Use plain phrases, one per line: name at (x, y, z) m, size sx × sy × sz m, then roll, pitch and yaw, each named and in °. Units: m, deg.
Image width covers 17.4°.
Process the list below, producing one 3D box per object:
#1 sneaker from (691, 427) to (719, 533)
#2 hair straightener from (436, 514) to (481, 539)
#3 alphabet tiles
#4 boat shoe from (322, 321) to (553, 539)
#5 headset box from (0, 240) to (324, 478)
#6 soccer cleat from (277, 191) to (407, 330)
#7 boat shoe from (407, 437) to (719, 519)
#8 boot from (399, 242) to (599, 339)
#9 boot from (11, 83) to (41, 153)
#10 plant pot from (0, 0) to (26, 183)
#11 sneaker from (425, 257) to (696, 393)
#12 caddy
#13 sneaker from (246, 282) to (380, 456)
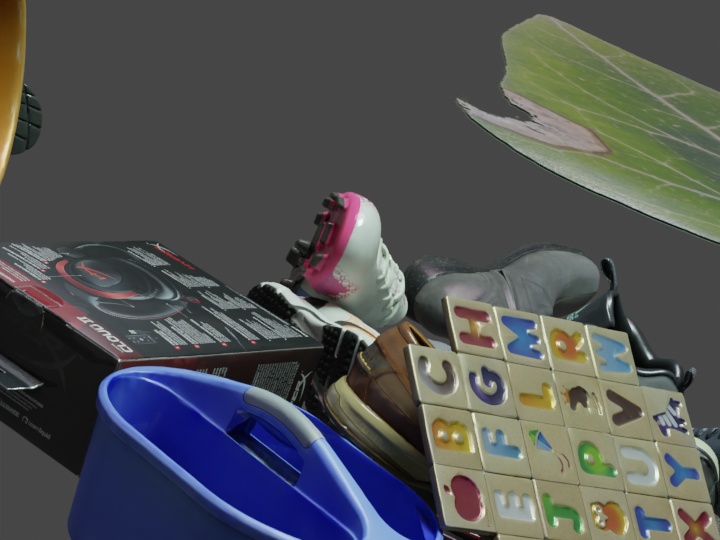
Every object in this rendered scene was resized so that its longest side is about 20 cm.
sneaker at (0.235, 0.091, 1.376) m, size 0.077 × 0.146 × 0.202 m, roll 8°, pitch 18°, yaw -33°
hair straightener at (0.055, 0.154, 1.269) m, size 0.200 × 0.041 × 0.077 m, roll 29°, pitch 17°, yaw 8°
alphabet tiles at (0.109, 0.097, 1.217) m, size 0.200 × 0.006 × 0.167 m, roll 12°, pitch 56°, yaw -37°
boat shoe at (0.077, 0.103, 1.235) m, size 0.200 × 0.068 × 0.072 m, roll 36°, pitch 9°, yaw -6°
headset box at (-0.143, 0.045, 1.325) m, size 0.149 × 0.075 × 0.200 m, roll 30°, pitch 18°, yaw 31°
soccer cleat at (0.000, 0.000, 1.551) m, size 0.086 × 0.070 × 0.200 m, roll 23°, pitch -14°, yaw -6°
boat shoe at (0.099, 0.121, 1.318) m, size 0.201 × 0.074 × 0.063 m, roll 2°, pitch 21°, yaw 12°
boot at (0.132, 0.042, 1.728) m, size 0.200 × 0.070 × 0.132 m, roll -9°, pitch 34°, yaw -40°
boot at (-0.332, -0.150, 1.735) m, size 0.200 × 0.070 × 0.132 m, roll 19°, pitch 12°, yaw -14°
plant pot at (-0.332, -0.137, 1.522) m, size 0.183 × 0.200 × 0.200 m, roll 7°, pitch 14°, yaw 6°
sneaker at (0.123, 0.050, 1.524) m, size 0.200 × 0.140 × 0.078 m, roll 24°, pitch 16°, yaw 11°
caddy at (-0.052, 0.113, 1.157) m, size 0.141 × 0.105 × 0.200 m, roll 2°, pitch 24°, yaw -46°
sneaker at (-0.001, 0.063, 1.453) m, size 0.080 × 0.074 × 0.200 m, roll 12°, pitch 18°, yaw -34°
